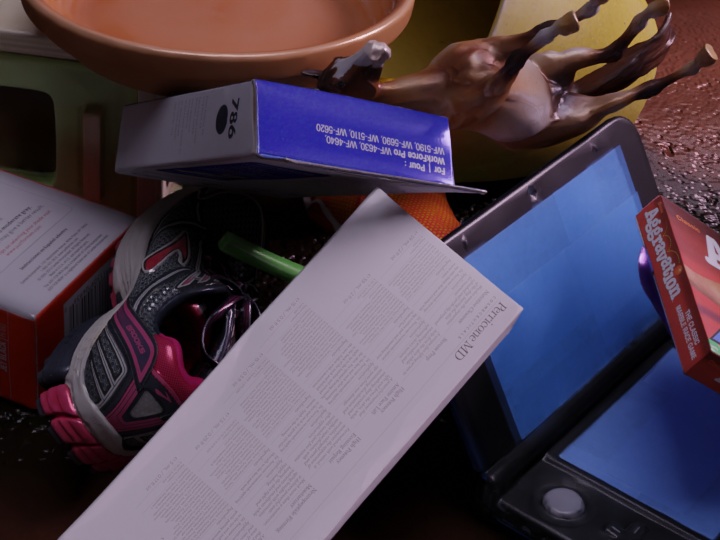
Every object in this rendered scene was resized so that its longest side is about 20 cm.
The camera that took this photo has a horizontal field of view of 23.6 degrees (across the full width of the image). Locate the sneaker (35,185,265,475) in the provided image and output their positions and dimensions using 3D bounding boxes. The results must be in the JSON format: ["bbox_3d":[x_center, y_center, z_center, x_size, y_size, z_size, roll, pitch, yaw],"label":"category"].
[{"bbox_3d":[-0.079,0.020,0.827,0.075,0.081,0.200,-27,23,28],"label":"sneaker"}]

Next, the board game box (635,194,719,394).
[{"bbox_3d":[0.212,0.047,0.802,0.200,0.019,0.103,29,32,-29],"label":"board game box"}]

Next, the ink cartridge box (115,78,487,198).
[{"bbox_3d":[-0.032,-0.057,0.788,0.099,0.039,0.200,8,-1,-29],"label":"ink cartridge box"}]

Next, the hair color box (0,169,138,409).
[{"bbox_3d":[-0.224,-0.010,0.885,0.200,0.061,0.102,20,38,17],"label":"hair color box"}]

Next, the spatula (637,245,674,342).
[{"bbox_3d":[0.200,0.062,0.811,0.200,0.021,0.056,50,45,12],"label":"spatula"}]

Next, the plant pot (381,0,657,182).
[{"bbox_3d":[0.088,-0.133,1.012,0.142,0.200,0.200,18,29,-28],"label":"plant pot"}]

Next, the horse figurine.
[{"bbox_3d":[0.085,-0.094,0.829,0.200,0.132,0.050,-3,71,-53],"label":"horse figurine"}]

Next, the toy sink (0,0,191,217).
[{"bbox_3d":[-0.141,-0.094,0.953,0.199,0.131,0.112,8,36,1],"label":"toy sink"}]

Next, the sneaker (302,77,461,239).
[{"bbox_3d":[0.006,-0.058,0.900,0.073,0.077,0.200,18,20,-36],"label":"sneaker"}]

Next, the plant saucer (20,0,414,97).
[{"bbox_3d":[-0.072,-0.137,0.873,0.200,0.038,0.200,3,32,-2],"label":"plant saucer"}]

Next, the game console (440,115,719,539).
[{"bbox_3d":[0.139,0.037,0.821,0.170,0.119,0.200,27,42,28],"label":"game console"}]

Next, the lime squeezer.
[{"bbox_3d":[0.000,0.000,0.886,0.071,0.038,0.200,63,24,7],"label":"lime squeezer"}]

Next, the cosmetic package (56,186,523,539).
[{"bbox_3d":[-0.028,0.068,0.719,0.083,0.051,0.200,40,77,10],"label":"cosmetic package"}]
